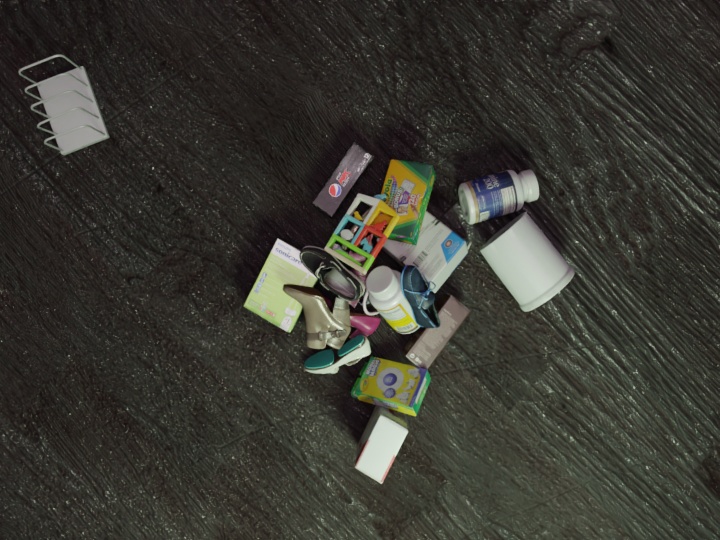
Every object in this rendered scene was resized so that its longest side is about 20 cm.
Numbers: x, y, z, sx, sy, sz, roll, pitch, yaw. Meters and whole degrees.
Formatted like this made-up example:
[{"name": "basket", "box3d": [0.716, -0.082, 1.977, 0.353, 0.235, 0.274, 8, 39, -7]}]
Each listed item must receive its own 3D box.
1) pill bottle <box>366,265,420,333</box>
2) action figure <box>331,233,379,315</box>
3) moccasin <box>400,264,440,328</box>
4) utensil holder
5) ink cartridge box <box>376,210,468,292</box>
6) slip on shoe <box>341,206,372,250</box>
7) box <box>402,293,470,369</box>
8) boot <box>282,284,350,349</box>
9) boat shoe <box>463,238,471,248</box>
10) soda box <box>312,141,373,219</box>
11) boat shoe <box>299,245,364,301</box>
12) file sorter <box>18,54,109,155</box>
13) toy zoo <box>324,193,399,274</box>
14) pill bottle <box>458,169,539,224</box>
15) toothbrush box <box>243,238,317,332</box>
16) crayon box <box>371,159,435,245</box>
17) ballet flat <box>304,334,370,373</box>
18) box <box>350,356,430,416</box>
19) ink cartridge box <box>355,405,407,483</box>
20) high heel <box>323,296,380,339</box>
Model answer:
[{"name": "pill bottle", "box3d": [0.089, 0.074, 1.474, 0.107, 0.200, 0.112, -15, 52, 21]}, {"name": "action figure", "box3d": [0.000, 0.000, 1.493, 0.148, 0.132, 0.204, 39, 120, 33]}, {"name": "moccasin", "box3d": [0.158, 0.064, 1.414, 0.067, 0.202, 0.081, 13, 56, 37]}, {"name": "utensil holder", "box3d": [0.435, -0.026, 1.501, 0.169, 0.170, 0.202, -38, 89, -1]}, {"name": "ink cartridge box", "box3d": [0.162, -0.066, 1.502, 0.199, 0.084, 0.147, 41, 89, 25]}, {"name": "slip on shoe", "box3d": [0.024, -0.125, 1.544, 0.200, 0.074, 0.061, -45, 93, -5]}, {"name": "box", "box3d": [0.201, 0.163, 1.531, 0.074, 0.100, 0.202, 36, 90, -2]}, {"name": "boot", "box3d": [-0.118, 0.126, 1.474, 0.195, 0.070, 0.150, 13, 104, -4]}, {"name": "boat shoe", "box3d": [0.214, -0.027, 1.545, 0.199, 0.073, 0.062, -41, 94, 4]}, {"name": "soda box", "box3d": [-0.047, -0.243, 1.544, 0.070, 0.063, 0.202, 35, 89, 0]}, {"name": "boat shoe", "box3d": [-0.079, 0.010, 1.450, 0.199, 0.060, 0.075, 39, 111, 6]}, {"name": "file sorter", "box3d": [-0.783, -0.435, 1.502, 0.136, 0.125, 0.205, -20, 91, 0]}, {"name": "toy zoo", "box3d": [0.011, -0.107, 1.440, 0.130, 0.020, 0.203, 30, 82, 23]}, {"name": "pill bottle", "box3d": [0.369, -0.204, 1.527, 0.195, 0.111, 0.114, -16, 90, -1]}, {"name": "toothbrush box", "box3d": [-0.202, 0.039, 1.530, 0.143, 0.086, 0.204, 27, 91, -2]}, {"name": "crayon box", "box3d": [0.112, -0.178, 1.475, 0.116, 0.058, 0.205, 12, 77, 21]}, {"name": "ballet flat", "box3d": [-0.058, 0.241, 1.541, 0.196, 0.069, 0.071, -26, 90, 13]}, {"name": "box", "box3d": [0.073, 0.296, 1.492, 0.196, 0.049, 0.119, 6, 50, 31]}, {"name": "ink cartridge box", "box3d": [0.053, 0.435, 1.479, 0.082, 0.200, 0.148, 26, 90, 2]}, {"name": "high heel", "box3d": [-0.040, 0.104, 1.542, 0.199, 0.068, 0.096, 42, 99, -15]}]
